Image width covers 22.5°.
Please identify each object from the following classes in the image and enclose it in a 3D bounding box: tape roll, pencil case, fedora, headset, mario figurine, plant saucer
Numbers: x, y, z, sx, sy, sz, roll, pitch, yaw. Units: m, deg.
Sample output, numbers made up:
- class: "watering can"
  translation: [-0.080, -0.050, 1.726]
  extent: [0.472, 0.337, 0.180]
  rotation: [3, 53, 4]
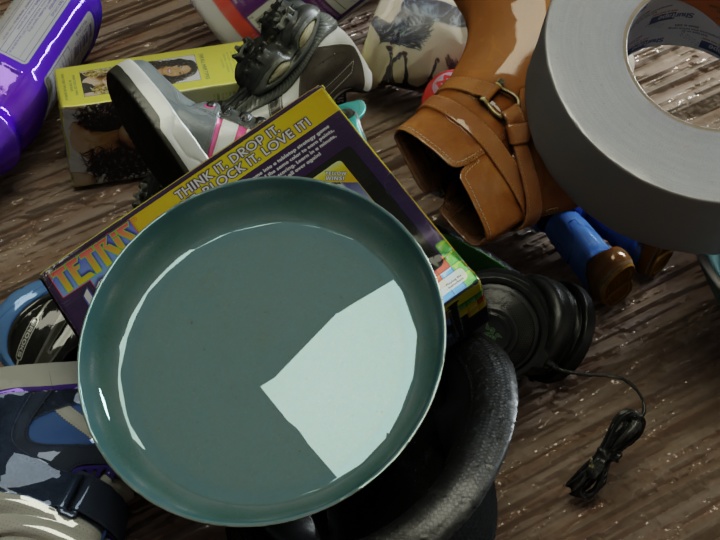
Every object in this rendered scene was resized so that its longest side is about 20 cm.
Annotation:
- class: "tape roll"
  translation: [0.202, -0.112, 1.096]
  extent: [0.200, 0.066, 0.201]
  rotation: [3, 63, -7]
- class: "pencil case"
  translation: [0.096, -0.152, 1.303]
  extent: [0.199, 0.090, 0.078]
  rotation: [11, 67, 11]
- class: "fedora"
  translation: [0.019, 0.124, 1.022]
  extent: [0.200, 0.092, 0.201]
  rotation: [-21, 32, 14]
- class: "headset"
  translation: [0.091, 0.046, 1.110]
  extent: [0.200, 0.094, 0.123]
  rotation: [40, 18, 28]
- class: "mario figurine"
  translation: [0.118, -0.072, 1.207]
  extent: [0.200, 0.106, 0.123]
  rotation: [41, 24, 23]
- class: "plant saucer"
  translation: [-0.051, 0.044, 0.964]
  extent: [0.199, 0.027, 0.201]
  rotation: [-5, 63, 9]

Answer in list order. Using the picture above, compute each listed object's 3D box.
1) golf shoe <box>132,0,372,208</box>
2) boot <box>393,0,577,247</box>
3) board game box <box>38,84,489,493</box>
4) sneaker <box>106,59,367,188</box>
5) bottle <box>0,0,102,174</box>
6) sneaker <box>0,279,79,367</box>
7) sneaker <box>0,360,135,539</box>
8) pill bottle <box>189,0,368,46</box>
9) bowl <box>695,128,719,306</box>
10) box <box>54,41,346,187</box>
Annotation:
- class: "golf shoe"
  translation: [-0.072, -0.082, 1.214]
  extent: [0.200, 0.094, 0.078]
  rotation: [-49, 26, 10]
- class: "boot"
  translation: [0.075, -0.117, 1.156]
  extent: [0.155, 0.077, 0.200]
  rotation: [-32, 84, -28]
- class: "board game box"
  translation: [-0.055, 0.015, 1.025]
  extent: [0.200, 0.057, 0.165]
  rotation: [-34, 62, -6]
- class: "sneaker"
  translation: [-0.056, -0.078, 1.132]
  extent: [0.121, 0.084, 0.200]
  rotation: [-40, 85, -19]
- class: "bottle"
  translation: [-0.248, -0.125, 1.273]
  extent: [0.065, 0.084, 0.200]
  rotation: [27, 50, -4]
- class: "sneaker"
  translation: [-0.134, 0.026, 1.155]
  extent: [0.199, 0.071, 0.083]
  rotation: [-24, 72, -24]
- class: "sneaker"
  translation: [-0.137, 0.126, 1.055]
  extent: [0.199, 0.081, 0.147]
  rotation: [-4, 59, -14]
- class: "pill bottle"
  translation: [-0.025, -0.241, 1.304]
  extent: [0.200, 0.111, 0.112]
  rotation: [-36, 49, 12]
- class: "bowl"
  translation: [0.302, -0.006, 1.141]
  extent: [0.200, 0.105, 0.201]
  rotation: [-3, 54, 4]
- class: "box"
  translation: [-0.109, -0.114, 1.271]
  extent: [0.199, 0.075, 0.050]
  rotation: [-11, 44, -9]
